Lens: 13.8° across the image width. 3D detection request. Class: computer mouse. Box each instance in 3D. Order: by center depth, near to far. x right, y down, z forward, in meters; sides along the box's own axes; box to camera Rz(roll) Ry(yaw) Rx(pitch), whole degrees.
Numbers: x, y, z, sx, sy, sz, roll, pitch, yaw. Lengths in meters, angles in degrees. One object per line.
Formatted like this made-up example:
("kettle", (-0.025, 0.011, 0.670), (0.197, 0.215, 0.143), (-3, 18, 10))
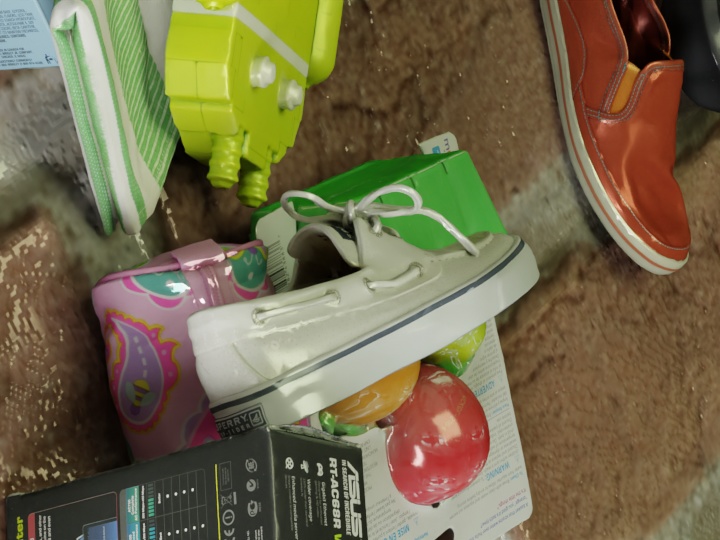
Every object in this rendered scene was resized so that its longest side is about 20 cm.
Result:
("computer mouse", (0.220, -0.139, 1.775), (0.200, 0.052, 0.139), (-28, 101, -64))

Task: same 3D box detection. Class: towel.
("towel", (-0.088, -0.136, 1.322), (0.153, 0.023, 0.201), (79, 24, -49))

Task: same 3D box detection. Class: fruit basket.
("fruit basket", (0.013, 0.051, 1.412), (0.185, 0.093, 0.201), (-27, 114, -53))

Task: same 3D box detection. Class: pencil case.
("pencil case", (-0.055, 0.089, 1.287), (0.087, 0.087, 0.201), (-9, 83, -54))

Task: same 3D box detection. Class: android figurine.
("android figurine", (-0.047, -0.131, 1.363), (0.182, 0.041, 0.201), (39, 56, -72))

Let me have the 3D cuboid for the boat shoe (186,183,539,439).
("boat shoe", (-0.004, 0.001, 1.271), (0.201, 0.074, 0.087), (-26, 94, -43))

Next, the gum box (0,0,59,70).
("gum box", (-0.149, -0.217, 1.272), (0.170, 0.044, 0.201), (-67, 146, -41))

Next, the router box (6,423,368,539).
("router box", (-0.066, 0.174, 1.183), (0.062, 0.149, 0.201), (16, 65, -49))

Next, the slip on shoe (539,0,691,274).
("slip on shoe", (0.150, -0.097, 1.651), (0.074, 0.061, 0.201), (-10, 86, -56))
